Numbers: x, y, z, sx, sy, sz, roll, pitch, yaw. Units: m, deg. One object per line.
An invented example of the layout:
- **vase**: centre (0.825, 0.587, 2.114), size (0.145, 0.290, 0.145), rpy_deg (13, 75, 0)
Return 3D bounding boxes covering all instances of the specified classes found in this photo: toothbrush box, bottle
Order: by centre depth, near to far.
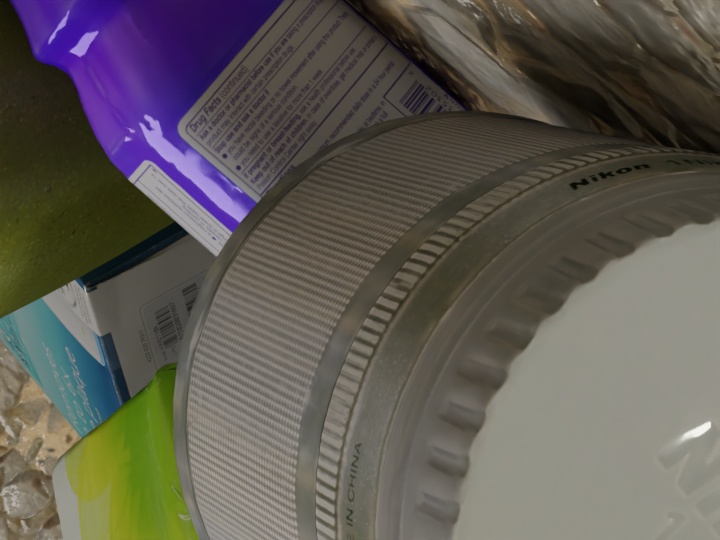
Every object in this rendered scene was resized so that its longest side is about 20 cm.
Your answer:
- **bottle**: centre (-0.038, -0.055, 0.867), size (0.200, 0.084, 0.065), rpy_deg (41, 153, -4)
- **toothbrush box**: centre (-0.108, -0.017, 1.164), size (0.200, 0.085, 0.146), rpy_deg (47, 158, 40)

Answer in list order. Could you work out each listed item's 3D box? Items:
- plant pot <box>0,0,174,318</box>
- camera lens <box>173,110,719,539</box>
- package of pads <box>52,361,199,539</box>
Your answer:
- **plant pot**: centre (-0.146, -0.053, 0.939), size (0.187, 0.200, 0.187), rpy_deg (22, 117, 53)
- **camera lens**: centre (0.051, 0.045, 0.723), size (0.160, 0.160, 0.200), rpy_deg (44, 172, -20)
- **package of pads**: centre (-0.038, 0.135, 0.926), size (0.155, 0.068, 0.200), rpy_deg (145, 115, -67)
